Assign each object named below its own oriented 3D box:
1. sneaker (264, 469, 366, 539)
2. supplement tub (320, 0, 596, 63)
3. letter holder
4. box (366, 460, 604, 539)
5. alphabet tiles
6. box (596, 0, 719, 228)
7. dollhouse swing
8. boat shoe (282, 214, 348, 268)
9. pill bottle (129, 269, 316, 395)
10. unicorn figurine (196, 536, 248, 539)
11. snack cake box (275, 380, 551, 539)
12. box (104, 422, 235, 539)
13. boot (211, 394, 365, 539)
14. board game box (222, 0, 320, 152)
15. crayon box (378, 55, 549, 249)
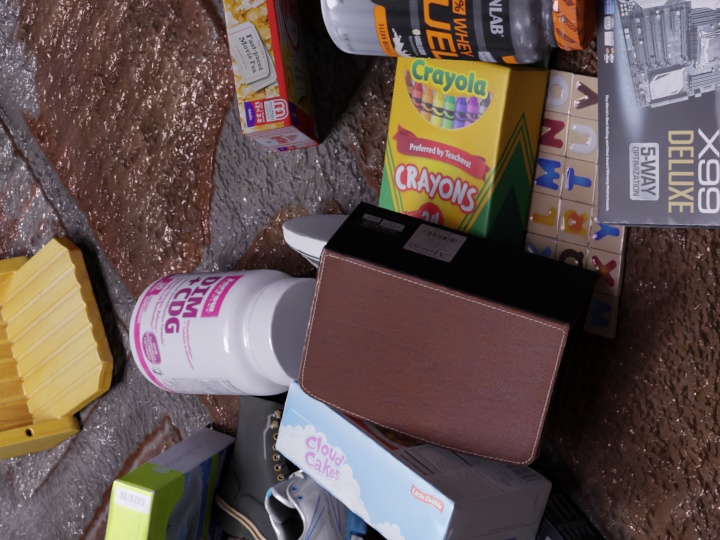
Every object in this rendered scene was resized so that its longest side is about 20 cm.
[{"bbox_3d":[-0.036,0.187,1.673,0.075,0.087,0.200,-49,23,44],"label":"sneaker"},{"bbox_3d":[0.079,-0.222,1.498,0.199,0.123,0.123,5,98,18],"label":"supplement tub"},{"bbox_3d":[0.066,0.053,1.529,0.200,0.101,0.142,17,118,11],"label":"letter holder"},{"bbox_3d":[0.099,0.218,1.618,0.200,0.043,0.160,50,126,31],"label":"box"},{"bbox_3d":[0.150,-0.061,1.564,0.167,0.008,0.201,16,106,45],"label":"alphabet tiles"},{"bbox_3d":[0.248,-0.131,1.422,0.158,0.050,0.201,4,97,46],"label":"box"},{"bbox_3d":[-0.377,0.080,2.027,0.176,0.181,0.200,-44,61,62],"label":"dollhouse swing"},{"bbox_3d":[0.000,0.000,1.679,0.200,0.071,0.064,24,122,50],"label":"boat shoe"},{"bbox_3d":[-0.109,0.056,1.768,0.200,0.113,0.114,-3,92,47],"label":"pill bottle"},{"bbox_3d":[-0.070,0.305,1.761,0.074,0.137,0.200,-64,37,42],"label":"unicorn figurine"},{"bbox_3d":[0.040,0.156,1.558,0.200,0.115,0.067,34,118,40],"label":"snack cake box"},{"bbox_3d":[-0.173,0.226,1.817,0.048,0.200,0.122,15,106,19],"label":"box"},{"bbox_3d":[-0.061,0.186,1.766,0.200,0.077,0.139,16,101,43],"label":"boot"},{"bbox_3d":[-0.083,-0.211,1.695,0.046,0.151,0.201,-9,87,7],"label":"board game box"},{"bbox_3d":[0.082,-0.110,1.588,0.127,0.051,0.201,19,107,44],"label":"crayon box"}]
